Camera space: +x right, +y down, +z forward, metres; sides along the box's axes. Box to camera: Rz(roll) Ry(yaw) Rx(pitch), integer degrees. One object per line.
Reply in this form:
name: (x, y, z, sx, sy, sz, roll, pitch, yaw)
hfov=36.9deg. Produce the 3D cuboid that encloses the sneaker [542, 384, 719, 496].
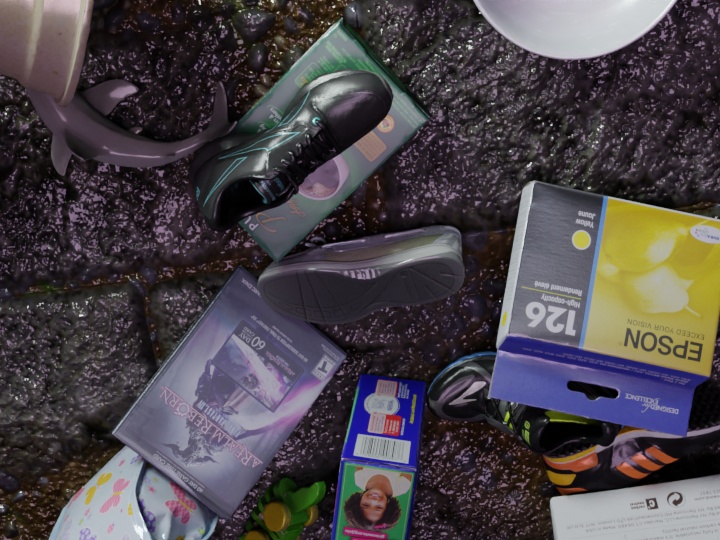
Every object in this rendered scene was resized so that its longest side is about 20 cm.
sneaker: (0.281, 0.176, 1.088, 0.197, 0.070, 0.091, -14, 126, 8)

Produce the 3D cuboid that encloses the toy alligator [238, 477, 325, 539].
toy alligator: (-0.104, 0.284, 1.149, 0.054, 0.059, 0.201, 47, 114, 29)

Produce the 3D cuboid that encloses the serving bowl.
serving bowl: (0.179, -0.283, 0.904, 0.197, 0.066, 0.203, 1, 111, 2)

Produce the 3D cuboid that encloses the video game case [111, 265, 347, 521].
video game case: (-0.124, 0.119, 1.050, 0.142, 0.019, 0.201, 39, 78, -13)

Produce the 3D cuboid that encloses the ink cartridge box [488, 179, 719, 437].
ink cartridge box: (0.231, 0.035, 0.994, 0.195, 0.047, 0.203, 11, 81, -3)

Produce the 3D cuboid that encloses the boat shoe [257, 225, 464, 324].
boat shoe: (0.000, -0.001, 1.031, 0.199, 0.065, 0.075, -11, 130, 12)

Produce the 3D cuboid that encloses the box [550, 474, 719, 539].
box: (0.298, 0.325, 1.050, 0.196, 0.202, 0.132, -9, 137, 5)

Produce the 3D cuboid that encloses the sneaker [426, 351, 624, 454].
sneaker: (0.159, 0.131, 1.048, 0.197, 0.083, 0.072, 5, 122, 17)

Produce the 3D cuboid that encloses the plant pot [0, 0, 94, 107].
plant pot: (-0.310, -0.241, 0.839, 0.181, 0.201, 0.203, 5, 114, -23)

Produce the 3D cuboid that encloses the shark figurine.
shark figurine: (-0.220, -0.120, 0.975, 0.211, 0.090, 0.130, 15, 113, -2)

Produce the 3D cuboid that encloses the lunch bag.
lunch bag: (-0.226, 0.270, 1.066, 0.127, 0.200, 0.169, 42, 107, -13)

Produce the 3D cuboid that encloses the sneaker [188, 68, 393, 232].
sneaker: (-0.056, -0.097, 0.924, 0.198, 0.080, 0.076, -29, 132, 15)

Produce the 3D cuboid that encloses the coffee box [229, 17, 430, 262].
coffee box: (-0.048, -0.118, 0.990, 0.123, 0.044, 0.200, 43, 107, -13)

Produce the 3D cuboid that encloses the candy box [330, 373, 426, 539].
candy box: (0.015, 0.231, 1.058, 0.076, 0.169, 0.203, 7, 112, 4)
